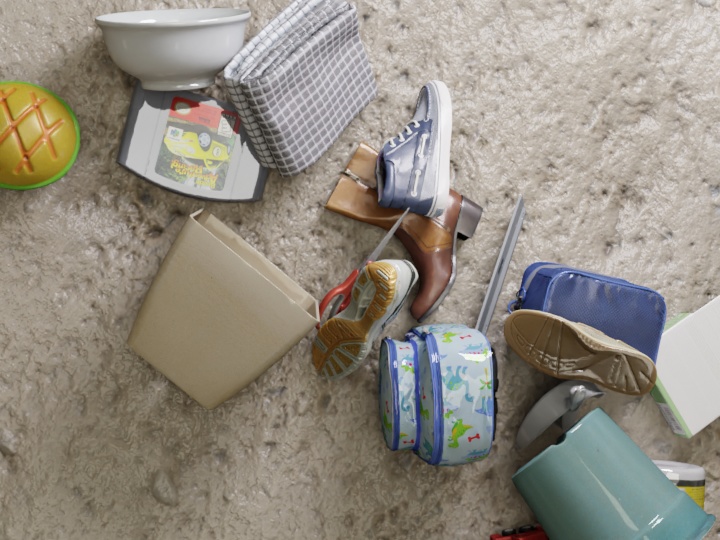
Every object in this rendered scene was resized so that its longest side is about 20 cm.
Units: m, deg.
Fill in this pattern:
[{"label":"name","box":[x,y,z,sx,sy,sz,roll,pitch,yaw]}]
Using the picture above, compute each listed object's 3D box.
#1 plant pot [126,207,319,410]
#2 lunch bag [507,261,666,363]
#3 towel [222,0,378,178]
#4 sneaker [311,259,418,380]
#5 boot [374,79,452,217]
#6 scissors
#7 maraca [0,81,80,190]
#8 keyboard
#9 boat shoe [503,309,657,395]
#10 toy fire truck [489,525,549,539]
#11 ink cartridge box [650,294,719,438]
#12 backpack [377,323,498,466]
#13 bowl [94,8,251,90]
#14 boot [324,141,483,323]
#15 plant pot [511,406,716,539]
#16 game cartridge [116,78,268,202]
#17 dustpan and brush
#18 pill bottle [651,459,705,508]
[{"label":"plant pot","box":[-0.182,0.058,1.503,0.199,0.200,0.178,38,93,-6]},{"label":"lunch bag","box":[0.294,0.068,1.603,0.198,0.132,0.138,14,94,-10]},{"label":"towel","box":[-0.067,-0.242,1.528,0.200,0.085,0.166,-46,137,-20]},{"label":"sneaker","box":[0.012,0.066,1.563,0.076,0.087,0.201,48,124,17]},{"label":"boot","box":[0.069,-0.171,1.578,0.089,0.073,0.202,9,63,-16]},{"label":"scissors","box":[0.000,0.000,1.557,0.073,0.014,0.201,3,126,-39]},{"label":"maraca","box":[-0.454,-0.175,1.500,0.197,0.107,0.139,10,79,-9]},{"label":"keyboard","box":[0.190,-0.004,1.615,0.011,0.056,0.202,14,76,21]},{"label":"boat shoe","box":[0.276,0.102,1.506,0.198,0.065,0.073,19,99,8]},{"label":"toy fire truck","box":[0.234,0.375,1.576,0.197,0.141,0.049,-8,90,-9]},{"label":"ink cartridge box","box":[0.495,0.120,1.676,0.199,0.048,0.146,-33,93,-9]},{"label":"backpack","box":[0.098,0.163,1.532,0.145,0.200,0.186,-2,89,-9]},{"label":"bowl","box":[-0.235,-0.280,1.510,0.198,0.201,0.092,-4,107,-9]},{"label":"boot","box":[0.045,-0.050,1.598,0.198,0.068,0.190,25,85,-7]},{"label":"plant pot","box":[0.304,0.292,1.490,0.199,0.200,0.197,-37,79,-9]},{"label":"game cartridge","box":[-0.216,-0.164,1.576,0.198,0.041,0.135,14,90,-9]},{"label":"dustpan and brush","box":[0.271,0.179,1.560,0.139,0.201,0.057,-31,60,-10]},{"label":"pill bottle","box":[0.409,0.364,1.621,0.110,0.111,0.203,5,88,-9]}]
